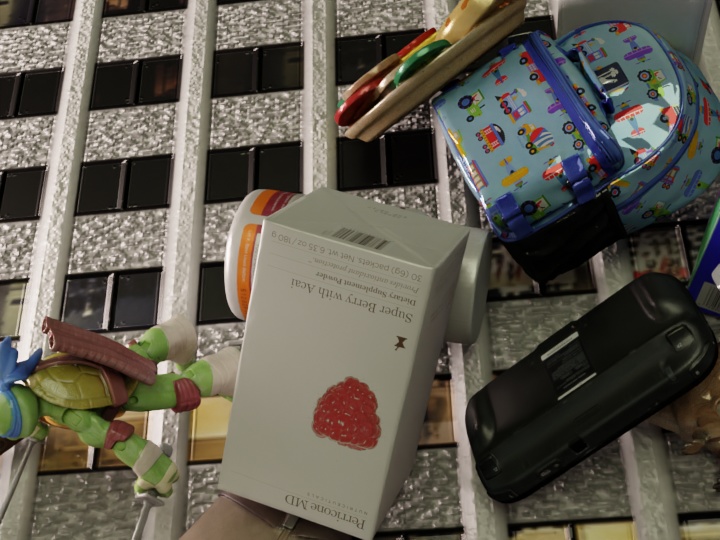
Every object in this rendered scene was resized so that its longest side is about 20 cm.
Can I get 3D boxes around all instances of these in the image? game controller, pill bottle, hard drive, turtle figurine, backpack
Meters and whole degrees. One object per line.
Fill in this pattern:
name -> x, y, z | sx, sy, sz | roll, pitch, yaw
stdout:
game controller -> 0.159, 0.083, 0.761 | 0.200, 0.042, 0.105 | -38, 28, 19
pill bottle -> 0.000, 0.000, 0.844 | 0.198, 0.110, 0.110 | 9, 61, 13
hard drive -> 0.229, -0.224, 0.891 | 0.131, 0.201, 0.026 | 31, 68, 23
turtle figurine -> -0.187, 0.123, 0.795 | 0.193, 0.143, 0.202 | -23, 95, -44
backpack -> 0.182, -0.113, 0.842 | 0.199, 0.134, 0.184 | -28, 56, 16

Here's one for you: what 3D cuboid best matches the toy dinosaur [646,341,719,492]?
toy dinosaur -> 0.269, 0.081, 0.777 | 0.198, 0.086, 0.136 | -9, 51, -4

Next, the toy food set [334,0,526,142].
toy food set -> 0.058, -0.178, 0.903 | 0.197, 0.200, 0.049 | -38, 95, -4

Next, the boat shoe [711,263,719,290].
boat shoe -> 0.339, 0.040, 0.745 | 0.199, 0.067, 0.074 | 34, 26, -16

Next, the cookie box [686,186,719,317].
cookie box -> 0.325, -0.083, 0.813 | 0.075, 0.172, 0.201 | 20, 63, 15

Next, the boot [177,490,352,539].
boot -> -0.107, 0.206, 0.764 | 0.199, 0.070, 0.147 | 20, 62, 13

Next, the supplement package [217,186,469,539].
supplement package -> -0.011, 0.061, 0.740 | 0.120, 0.202, 0.120 | 15, 19, 12

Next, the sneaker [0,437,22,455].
sneaker -> -0.348, 0.169, 0.830 | 0.198, 0.070, 0.076 | -20, 79, -2
